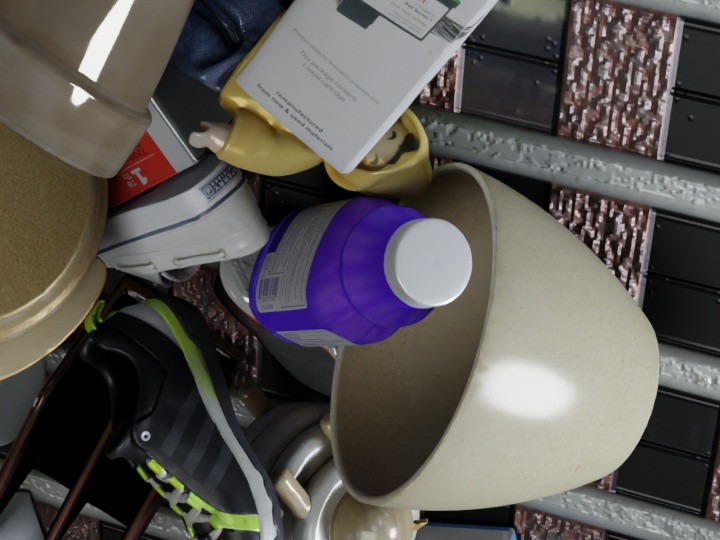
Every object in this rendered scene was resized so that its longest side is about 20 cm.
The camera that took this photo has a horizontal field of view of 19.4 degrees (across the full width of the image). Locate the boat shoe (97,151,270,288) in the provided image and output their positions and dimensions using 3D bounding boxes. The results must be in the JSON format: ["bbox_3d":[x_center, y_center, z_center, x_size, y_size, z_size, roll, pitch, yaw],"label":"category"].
[{"bbox_3d":[-0.127,-0.020,1.305,0.066,0.074,0.199,55,151,-16],"label":"boat shoe"}]

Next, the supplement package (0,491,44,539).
[{"bbox_3d":[-0.341,0.239,1.576,0.198,0.117,0.118,2,122,24],"label":"supplement package"}]

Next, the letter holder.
[{"bbox_3d":[-0.180,0.131,1.412,0.100,0.142,0.201,32,129,1],"label":"letter holder"}]

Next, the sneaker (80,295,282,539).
[{"bbox_3d":[-0.117,0.113,1.274,0.072,0.082,0.202,-34,76,52],"label":"sneaker"}]

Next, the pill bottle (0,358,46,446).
[{"bbox_3d":[-0.316,0.070,1.432,0.199,0.114,0.115,-2,122,38],"label":"pill bottle"}]

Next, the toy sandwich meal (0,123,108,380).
[{"bbox_3d":[-0.236,-0.039,1.228,0.205,0.205,0.070,44,161,-9],"label":"toy sandwich meal"}]

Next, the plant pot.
[{"bbox_3d":[-0.156,-0.178,1.107,0.199,0.200,0.174,38,95,-4],"label":"plant pot"}]

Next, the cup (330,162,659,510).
[{"bbox_3d":[0.089,0.054,1.226,0.142,0.201,0.201,17,133,-21],"label":"cup"}]

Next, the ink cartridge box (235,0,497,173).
[{"bbox_3d":[0.039,-0.168,1.108,0.084,0.146,0.200,39,128,-3],"label":"ink cartridge box"}]

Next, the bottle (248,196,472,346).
[{"bbox_3d":[0.000,0.000,1.198,0.065,0.084,0.200,27,167,-20],"label":"bottle"}]

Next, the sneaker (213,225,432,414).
[{"bbox_3d":[-0.010,0.047,1.340,0.200,0.077,0.082,41,155,-5],"label":"sneaker"}]

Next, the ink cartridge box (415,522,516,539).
[{"bbox_3d":[0.046,0.275,1.443,0.143,0.084,0.202,0,122,25],"label":"ink cartridge box"}]

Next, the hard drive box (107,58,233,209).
[{"bbox_3d":[-0.191,-0.136,1.280,0.155,0.077,0.201,-25,109,36],"label":"hard drive box"}]

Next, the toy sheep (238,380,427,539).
[{"bbox_3d":[-0.036,0.145,1.365,0.199,0.137,0.139,21,137,53],"label":"toy sheep"}]

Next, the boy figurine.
[{"bbox_3d":[-0.044,-0.105,1.205,0.200,0.124,0.064,42,161,7],"label":"boy figurine"}]
